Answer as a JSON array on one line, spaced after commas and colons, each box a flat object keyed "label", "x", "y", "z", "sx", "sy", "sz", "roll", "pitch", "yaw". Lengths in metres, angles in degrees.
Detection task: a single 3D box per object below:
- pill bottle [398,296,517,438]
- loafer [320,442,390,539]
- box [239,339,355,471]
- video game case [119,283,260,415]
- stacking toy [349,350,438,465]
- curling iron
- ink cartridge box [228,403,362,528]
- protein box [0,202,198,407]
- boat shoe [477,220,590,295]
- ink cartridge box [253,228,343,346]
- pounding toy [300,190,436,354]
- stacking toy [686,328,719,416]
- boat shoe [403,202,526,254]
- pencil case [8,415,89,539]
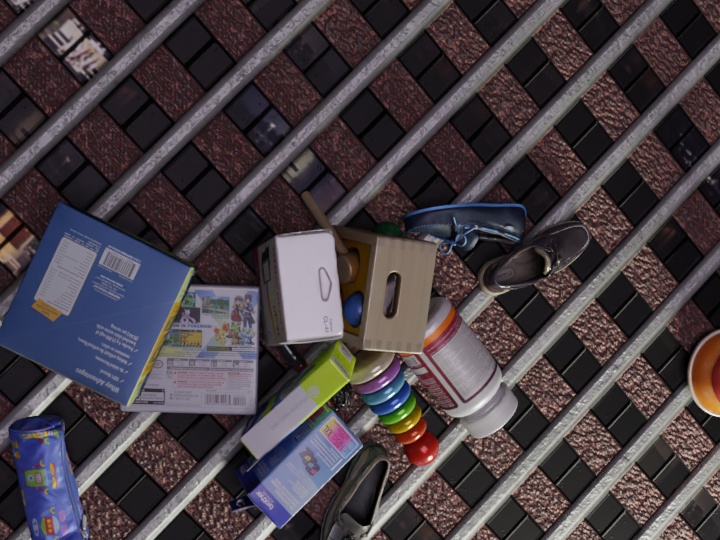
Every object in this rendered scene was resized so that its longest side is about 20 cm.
[{"label": "pill bottle", "x": 0.144, "y": 0.148, "z": 1.754, "sx": 0.109, "sy": 0.109, "sz": 0.201, "roll": -41, "pitch": 105, "yaw": -8}, {"label": "loafer", "x": -0.007, "y": 0.360, "z": 1.757, "sx": 0.071, "sy": 0.063, "sz": 0.203, "roll": 20, "pitch": 90, "yaw": -16}, {"label": "box", "x": -0.095, "y": 0.190, "z": 1.665, "sx": 0.199, "sy": 0.122, "sz": 0.048, "roll": -42, "pitch": 95, "yaw": 10}, {"label": "video game case", "x": -0.244, "y": 0.112, "z": 1.668, "sx": 0.196, "sy": 0.022, "sz": 0.186, "roll": 2, "pitch": 95, "yaw": -2}, {"label": "stacking toy", "x": 0.058, "y": 0.210, "z": 1.756, "sx": 0.085, "sy": 0.085, "sz": 0.202, "roll": -35, "pitch": 107, "yaw": -9}, {"label": "curling iron", "x": -0.085, "y": 0.133, "z": 1.735, "sx": 0.200, "sy": 0.025, "sz": 0.050, "roll": 45, "pitch": 58, "yaw": -10}, {"label": "ink cartridge box", "x": -0.102, "y": 0.284, "z": 1.685, "sx": 0.200, "sy": 0.136, "sz": 0.076, "roll": -45, "pitch": 103, "yaw": -7}, {"label": "protein box", "x": -0.351, "y": 0.044, "z": 1.574, "sx": 0.196, "sy": 0.135, "sz": 0.203, "roll": 25, "pitch": 89, "yaw": -4}, {"label": "boat shoe", "x": 0.277, "y": -0.017, "z": 1.798, "sx": 0.197, "sy": 0.065, "sz": 0.073, "roll": -23, "pitch": 100, "yaw": -13}, {"label": "ink cartridge box", "x": -0.089, "y": 0.027, "z": 1.622, "sx": 0.084, "sy": 0.200, "sz": 0.151, "roll": -6, "pitch": 87, "yaw": -13}, {"label": "pounding toy", "x": 0.000, "y": 0.000, "z": 1.677, "sx": 0.140, "sy": 0.183, "sz": 0.204, "roll": 6, "pitch": 94, "yaw": -28}, {"label": "stacking toy", "x": 0.625, "y": 0.176, "z": 1.844, "sx": 0.143, "sy": 0.200, "sz": 0.149, "roll": -2, "pitch": 96, "yaw": -15}, {"label": "boat shoe", "x": 0.163, "y": -0.063, "z": 1.752, "sx": 0.196, "sy": 0.084, "sz": 0.070, "roll": -3, "pitch": 85, "yaw": -13}, {"label": "pencil case", "x": -0.432, "y": 0.302, "z": 1.625, "sx": 0.085, "sy": 0.078, "sz": 0.204, "roll": -8, "pitch": 99, "yaw": 15}]
